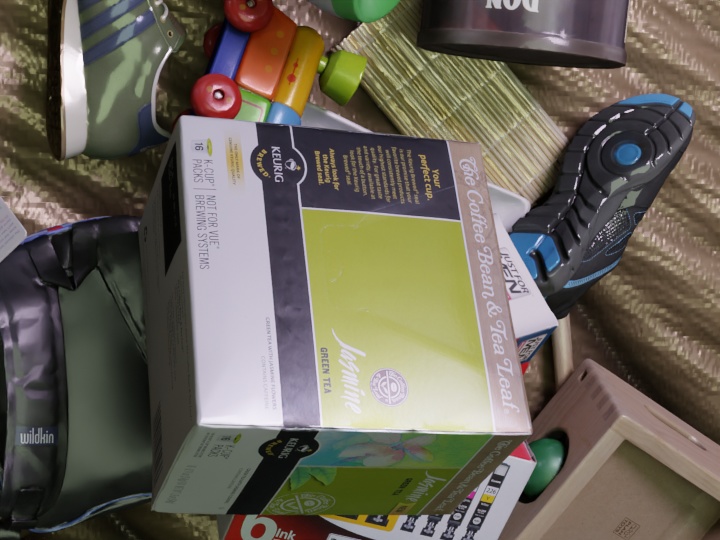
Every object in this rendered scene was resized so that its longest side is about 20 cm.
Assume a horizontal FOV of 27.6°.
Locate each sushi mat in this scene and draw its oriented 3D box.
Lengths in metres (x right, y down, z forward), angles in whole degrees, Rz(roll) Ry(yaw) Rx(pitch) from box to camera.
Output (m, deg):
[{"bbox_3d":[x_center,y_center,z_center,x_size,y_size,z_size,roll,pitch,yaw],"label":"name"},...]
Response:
[{"bbox_3d":[0.075,-0.123,1.098,0.096,0.012,0.200,-44,109,-5],"label":"sushi mat"}]

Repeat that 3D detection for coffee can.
[{"bbox_3d":[0.121,-0.247,1.011,0.146,0.146,0.200,4,95,-17],"label":"coffee can"}]

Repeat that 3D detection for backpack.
[{"bbox_3d":[-0.178,0.059,0.986,0.200,0.154,0.191,-16,101,-20],"label":"backpack"}]

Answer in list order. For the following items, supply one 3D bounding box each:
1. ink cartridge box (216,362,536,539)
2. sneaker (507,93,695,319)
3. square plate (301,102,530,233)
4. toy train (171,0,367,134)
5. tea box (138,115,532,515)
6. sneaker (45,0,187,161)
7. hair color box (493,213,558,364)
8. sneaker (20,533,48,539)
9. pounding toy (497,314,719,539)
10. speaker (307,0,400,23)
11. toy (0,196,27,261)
[{"bbox_3d":[0.015,0.130,1.068,0.200,0.084,0.176,15,113,-18],"label":"ink cartridge box"},{"bbox_3d":[0.182,-0.051,1.114,0.200,0.073,0.082,-47,144,-10],"label":"sneaker"},{"bbox_3d":[0.000,0.000,1.087,0.200,0.028,0.198,22,98,-19],"label":"square plate"},{"bbox_3d":[-0.046,-0.155,1.009,0.116,0.085,0.200,21,71,-12],"label":"toy train"},{"bbox_3d":[-0.023,0.031,0.875,0.196,0.134,0.200,4,59,-18],"label":"tea box"},{"bbox_3d":[-0.163,-0.174,0.997,0.090,0.067,0.201,0,101,-24],"label":"sneaker"},{"bbox_3d":[0.024,0.036,1.007,0.200,0.061,0.100,-15,65,-25],"label":"hair color box"},{"bbox_3d":[-0.285,0.287,1.042,0.200,0.071,0.113,-31,104,-11],"label":"sneaker"},{"bbox_3d":[0.185,0.155,1.134,0.200,0.142,0.184,33,104,-18],"label":"pounding toy"},{"bbox_3d":[-0.058,-0.238,0.948,0.200,0.088,0.089,34,90,22],"label":"speaker"},{"bbox_3d":[-0.301,-0.064,0.949,0.115,0.047,0.200,-41,82,16],"label":"toy"}]
